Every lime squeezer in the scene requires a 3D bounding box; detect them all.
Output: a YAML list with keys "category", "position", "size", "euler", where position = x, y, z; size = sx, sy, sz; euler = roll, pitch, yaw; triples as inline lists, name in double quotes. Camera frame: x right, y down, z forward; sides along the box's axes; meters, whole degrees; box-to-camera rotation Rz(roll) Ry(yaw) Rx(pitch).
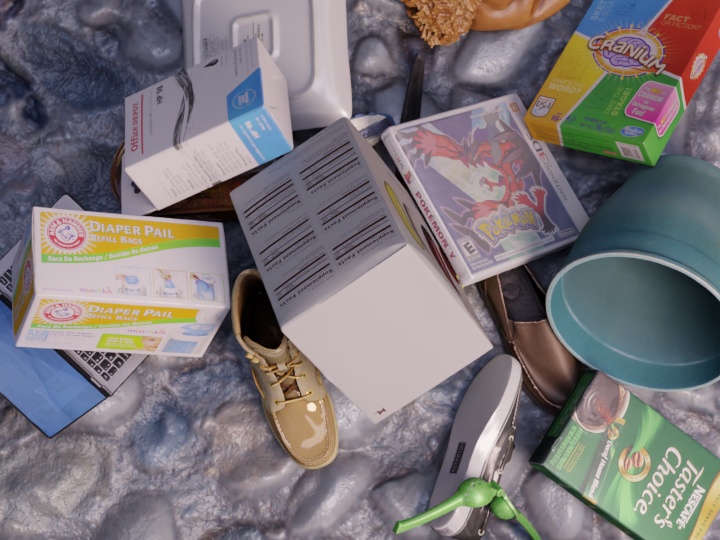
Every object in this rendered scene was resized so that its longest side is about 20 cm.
- category: "lime squeezer"
  position: [0.129, 0.248, 1.616]
  size: [0.199, 0.038, 0.071]
  euler: [15, 88, -33]

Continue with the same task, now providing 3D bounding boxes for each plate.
- category: "plate"
  position: [-0.109, -0.244, 1.705]
  size: [0.199, 0.032, 0.201]
  euler: [-7, 79, 22]

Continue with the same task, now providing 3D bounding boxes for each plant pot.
- category: "plant pot"
  position: [0.313, -0.012, 1.644]
  size: [0.199, 0.200, 0.188]
  euler: [26, 53, 1]

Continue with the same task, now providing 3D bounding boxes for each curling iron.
- category: "curling iron"
  position: [0.048, -0.144, 1.731]
  size: [0.025, 0.050, 0.201]
  euler: [6, 69, 25]

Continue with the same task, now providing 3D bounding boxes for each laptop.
- category: "laptop"
  position: [-0.310, 0.041, 1.638]
  size: [0.187, 0.116, 0.200]
  euler: [42, 80, 4]

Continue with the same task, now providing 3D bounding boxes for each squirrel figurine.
- category: "squirrel figurine"
  position: [0.130, -0.327, 1.696]
  size: [0.199, 0.187, 0.142]
  euler: [-32, 83, -8]

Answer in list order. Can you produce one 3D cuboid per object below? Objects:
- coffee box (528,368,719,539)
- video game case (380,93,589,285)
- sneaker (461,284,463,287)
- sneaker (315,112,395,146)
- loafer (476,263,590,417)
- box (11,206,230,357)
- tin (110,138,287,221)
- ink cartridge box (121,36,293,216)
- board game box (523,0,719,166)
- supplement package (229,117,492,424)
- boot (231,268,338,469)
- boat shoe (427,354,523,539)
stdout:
- category: "coffee box"
  position: [0.286, 0.205, 1.658]
  size: [0.200, 0.044, 0.123]
  euler: [37, 78, -12]
- category: "video game case"
  position: [0.138, -0.090, 1.681]
  size: [0.199, 0.023, 0.183]
  euler: [-19, 75, -39]
- category: "sneaker"
  position: [0.078, 0.028, 1.698]
  size: [0.076, 0.075, 0.201]
  euler: [37, 77, -25]
- category: "sneaker"
  position: [-0.042, -0.097, 1.709]
  size: [0.199, 0.077, 0.085]
  euler: [-32, 90, 0]
- category: "loafer"
  position: [0.184, 0.068, 1.687]
  size: [0.073, 0.071, 0.201]
  euler: [-31, 83, -8]
- category: "box"
  position: [-0.243, 0.014, 1.609]
  size: [0.199, 0.113, 0.102]
  euler: [4, 58, -21]
- category: "tin"
  position: [-0.168, -0.107, 1.674]
  size: [0.199, 0.042, 0.113]
  euler: [-2, 74, 23]
- category: "ink cartridge box"
  position: [-0.173, -0.140, 1.612]
  size: [0.199, 0.067, 0.116]
  euler: [-23, 44, 14]
- category: "board game box"
  position: [0.287, -0.214, 1.706]
  size: [0.152, 0.040, 0.201]
  euler: [16, 65, 36]
- category: "supplement package"
  position: [0.000, 0.000, 1.571]
  size: [0.147, 0.191, 0.200]
  euler: [-33, 45, 9]
- category: "boot"
  position: [-0.078, 0.101, 1.618]
  size: [0.072, 0.155, 0.201]
  euler: [-16, 79, 0]
- category: "boat shoe"
  position: [0.130, 0.188, 1.671]
  size: [0.056, 0.069, 0.201]
  euler: [29, 77, -29]
